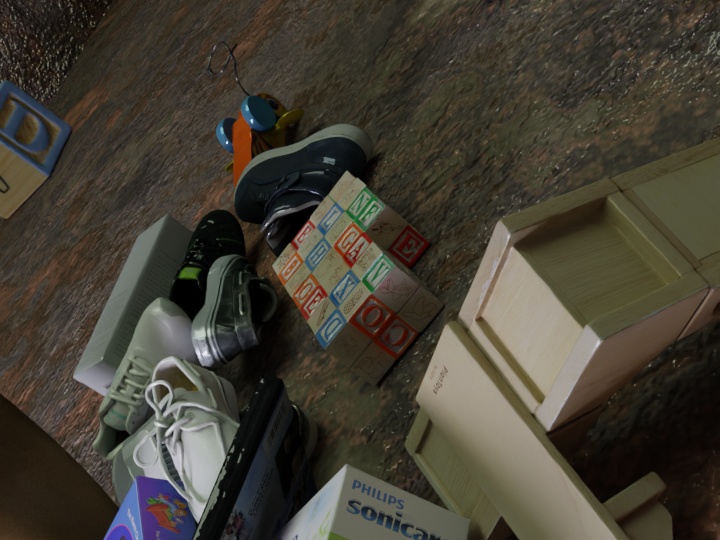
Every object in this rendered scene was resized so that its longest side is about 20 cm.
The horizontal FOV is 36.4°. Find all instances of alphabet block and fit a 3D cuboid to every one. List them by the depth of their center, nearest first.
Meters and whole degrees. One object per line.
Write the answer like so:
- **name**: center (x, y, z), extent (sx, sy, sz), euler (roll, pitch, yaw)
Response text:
- **alphabet block**: center (-0.828, -0.282, 2.557), extent (0.199, 0.196, 0.197), euler (-34, 29, 34)

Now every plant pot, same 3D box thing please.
- **plant pot**: center (-0.294, 0.238, 0.973), extent (0.186, 0.199, 0.187), euler (-40, 27, 26)

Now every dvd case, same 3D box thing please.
- **dvd case**: center (-0.068, 0.176, 0.721), extent (0.017, 0.201, 0.144), euler (14, 60, 14)

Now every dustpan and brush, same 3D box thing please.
- **dustpan and brush**: center (-0.165, 0.201, 0.957), extent (0.139, 0.057, 0.201), euler (-42, 57, 25)

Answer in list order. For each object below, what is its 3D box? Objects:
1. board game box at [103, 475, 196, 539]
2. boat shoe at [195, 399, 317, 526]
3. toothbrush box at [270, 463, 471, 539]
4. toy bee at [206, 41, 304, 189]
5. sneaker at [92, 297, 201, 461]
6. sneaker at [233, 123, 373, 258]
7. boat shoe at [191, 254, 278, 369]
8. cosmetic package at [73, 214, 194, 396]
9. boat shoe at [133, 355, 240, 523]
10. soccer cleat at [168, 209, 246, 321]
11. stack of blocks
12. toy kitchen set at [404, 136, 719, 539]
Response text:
- **board game box**: center (-0.155, 0.271, 0.785), extent (0.135, 0.044, 0.201), euler (-59, 32, 29)
- **boat shoe**: center (-0.112, 0.187, 0.869), extent (0.074, 0.060, 0.201), euler (40, 91, 34)
- **toothbrush box**: center (-0.022, 0.234, 0.603), extent (0.146, 0.085, 0.202), euler (-52, 15, 52)
- **toy bee**: center (-0.114, -0.178, 1.337), extent (0.130, 0.108, 0.203), euler (-10, 73, 45)
- **sneaker**: center (-0.208, 0.114, 1.058), extent (0.080, 0.070, 0.202), euler (-40, -22, -49)
- **sneaker**: center (-0.084, -0.060, 1.137), extent (0.201, 0.077, 0.147), euler (-25, 34, 43)
- **boat shoe**: center (-0.114, 0.038, 1.082), extent (0.070, 0.073, 0.201), euler (-13, 24, 7)
- **cosmetic package**: center (-0.226, 0.051, 1.209), extent (0.071, 0.101, 0.202), euler (-26, 35, 44)
- **boat shoe**: center (-0.128, 0.117, 0.815), extent (0.075, 0.086, 0.202), euler (-49, 27, 9)
- **soccer cleat**: center (-0.167, 0.009, 1.168), extent (0.066, 0.081, 0.202), euler (4, 57, 10)
- **stack of blocks**: center (0.000, 0.000, 0.937), extent (0.116, 0.058, 0.200), euler (-50, 25, 5)
- **toy kitchen set**: center (0.154, 0.073, 0.591), extent (0.164, 0.179, 0.201), euler (53, 146, 28)
